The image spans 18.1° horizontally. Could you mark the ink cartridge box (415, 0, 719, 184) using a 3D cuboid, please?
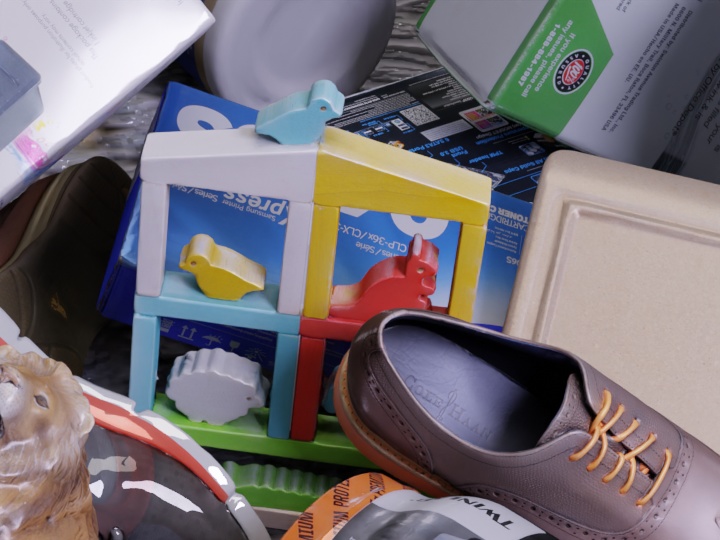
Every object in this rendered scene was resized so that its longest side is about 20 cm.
[{"bbox_3d":[0.149,-0.122,1.072,0.199,0.147,0.083,22,18,-38],"label":"ink cartridge box"}]

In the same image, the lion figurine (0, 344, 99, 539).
[{"bbox_3d":[-0.095,0.128,0.765,0.200,0.072,0.122,51,52,0],"label":"lion figurine"}]

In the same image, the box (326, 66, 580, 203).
[{"bbox_3d":[0.028,-0.024,1.063,0.199,0.046,0.159,-20,45,-32],"label":"box"}]

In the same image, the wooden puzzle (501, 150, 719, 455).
[{"bbox_3d":[0.141,0.060,0.878,0.184,0.037,0.201,13,66,6],"label":"wooden puzzle"}]

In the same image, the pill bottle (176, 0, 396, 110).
[{"bbox_3d":[-0.078,-0.168,1.190,0.110,0.112,0.200,-16,42,-29],"label":"pill bottle"}]

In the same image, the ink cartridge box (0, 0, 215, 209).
[{"bbox_3d":[-0.161,-0.058,0.930,0.200,0.067,0.117,-41,6,-10],"label":"ink cartridge box"}]

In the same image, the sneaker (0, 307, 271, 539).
[{"bbox_3d":[-0.125,0.081,0.847,0.199,0.077,0.082,35,56,-3],"label":"sneaker"}]

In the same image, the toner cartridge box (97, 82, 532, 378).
[{"bbox_3d":[0.000,0.000,0.934,0.199,0.043,0.096,18,55,-9],"label":"toner cartridge box"}]

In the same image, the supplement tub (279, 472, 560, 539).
[{"bbox_3d":[0.059,0.157,0.754,0.199,0.123,0.122,30,41,28],"label":"supplement tub"}]

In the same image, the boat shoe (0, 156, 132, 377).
[{"bbox_3d":[-0.157,0.028,0.953,0.067,0.072,0.200,-13,29,33],"label":"boat shoe"}]

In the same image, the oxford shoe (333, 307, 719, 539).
[{"bbox_3d":[0.083,0.074,0.806,0.199,0.073,0.072,24,70,1],"label":"oxford shoe"}]

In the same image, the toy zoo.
[{"bbox_3d":[-0.022,0.018,0.864,0.130,0.201,0.021,8,35,0],"label":"toy zoo"}]
